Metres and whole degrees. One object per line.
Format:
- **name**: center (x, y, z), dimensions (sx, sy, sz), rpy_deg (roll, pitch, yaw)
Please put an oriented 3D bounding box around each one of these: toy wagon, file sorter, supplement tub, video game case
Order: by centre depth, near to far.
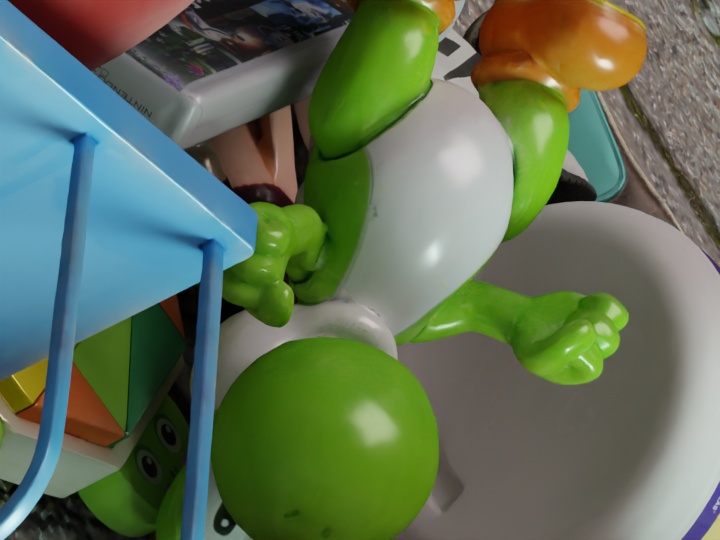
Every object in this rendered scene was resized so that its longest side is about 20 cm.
- **file sorter**: center (-0.140, 0.005, 0.641), dimensions (0.200, 0.139, 0.123), rpy_deg (41, 35, -36)
- **toy wagon**: center (-0.097, 0.002, 0.833), dimensions (0.200, 0.040, 0.155), rpy_deg (55, 27, -14)
- **video game case**: center (-0.079, -0.111, 0.890), dimensions (0.182, 0.023, 0.200), rpy_deg (36, 24, 12)
- **supplement tub**: center (0.110, 0.075, 1.020), dimensions (0.200, 0.145, 0.145), rpy_deg (33, 38, -46)

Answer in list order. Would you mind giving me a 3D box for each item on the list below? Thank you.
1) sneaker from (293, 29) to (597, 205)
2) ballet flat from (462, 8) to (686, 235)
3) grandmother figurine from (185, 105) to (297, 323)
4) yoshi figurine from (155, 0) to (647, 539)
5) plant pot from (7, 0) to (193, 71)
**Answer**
- **sneaker**: center (0.026, -0.055, 1.056), dimensions (0.089, 0.074, 0.200), rpy_deg (66, 11, 22)
- **ballet flat**: center (0.092, -0.012, 1.171), dimensions (0.062, 0.067, 0.200), rpy_deg (124, -52, -68)
- **grandmother figurine**: center (-0.035, -0.015, 0.932), dimensions (0.121, 0.061, 0.200), rpy_deg (38, 31, -58)
- **yoshi figurine**: center (0.010, 0.003, 0.811), dimensions (0.200, 0.112, 0.112), rpy_deg (-65, 160, -8)
- **plant pot**: center (-0.127, -0.162, 0.695), dimensions (0.182, 0.200, 0.200), rpy_deg (41, 31, -52)
